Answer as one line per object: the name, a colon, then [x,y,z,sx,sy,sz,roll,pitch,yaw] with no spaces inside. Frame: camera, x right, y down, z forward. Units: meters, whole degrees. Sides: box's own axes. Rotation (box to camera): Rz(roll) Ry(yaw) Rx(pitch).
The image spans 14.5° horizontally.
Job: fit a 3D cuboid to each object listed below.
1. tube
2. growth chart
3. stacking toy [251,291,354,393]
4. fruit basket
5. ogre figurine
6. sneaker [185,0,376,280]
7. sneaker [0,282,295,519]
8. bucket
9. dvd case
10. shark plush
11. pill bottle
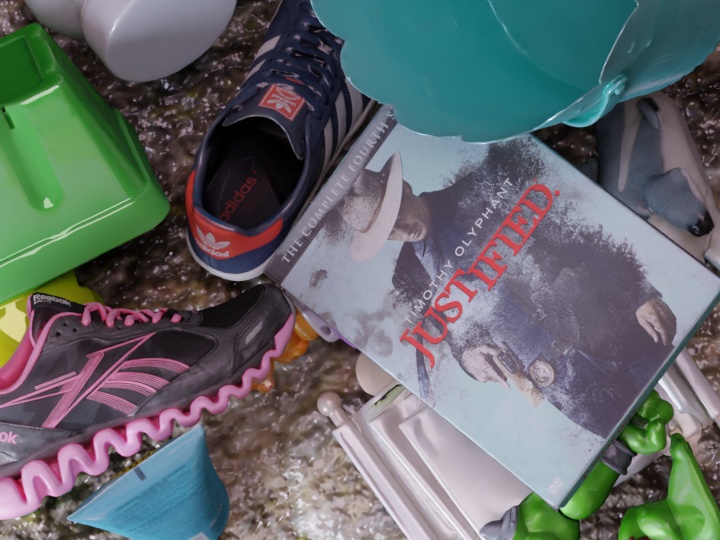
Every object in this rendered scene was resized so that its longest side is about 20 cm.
tube: [-0.101,0.114,1.441,0.077,0.200,0.050,-40,81,-4]
growth chart: [0.089,0.075,1.533,0.200,0.018,0.145,-27,76,-3]
stacking toy: [0.000,0.000,1.523,0.200,0.110,0.116,-40,77,6]
fruit basket: [-0.196,0.000,1.527,0.215,0.156,0.216,-6,117,-13]
ogre figurine: [0.141,0.167,1.463,0.120,0.098,0.200,-25,120,2]
sneaker: [-0.037,-0.092,1.546,0.075,0.085,0.201,20,78,8]
sneaker: [-0.129,0.046,1.454,0.200,0.079,0.096,-28,100,-12]
bucket: [0.085,-0.165,1.383,0.207,0.135,0.208,7,101,38]
dvd case: [0.067,0.004,1.442,0.200,0.022,0.146,39,98,17]
shark plush: [0.136,-0.063,1.534,0.083,0.091,0.201,-24,78,14]
pill bottle: [-0.154,-0.198,1.542,0.113,0.113,0.200,-35,62,-5]
